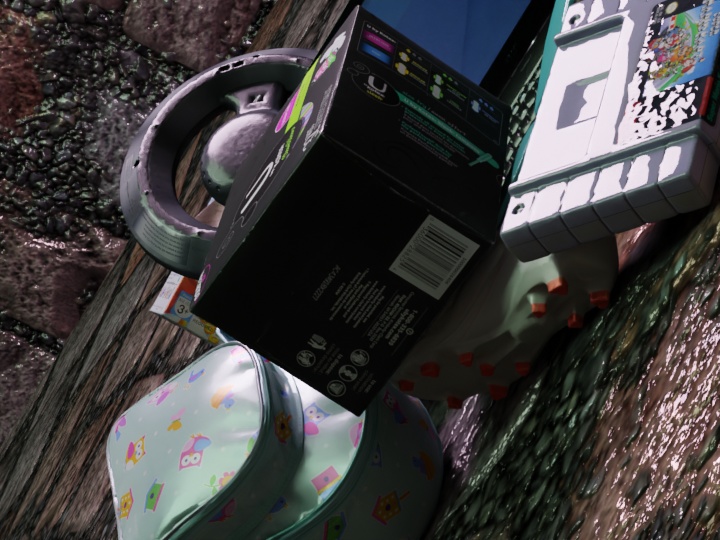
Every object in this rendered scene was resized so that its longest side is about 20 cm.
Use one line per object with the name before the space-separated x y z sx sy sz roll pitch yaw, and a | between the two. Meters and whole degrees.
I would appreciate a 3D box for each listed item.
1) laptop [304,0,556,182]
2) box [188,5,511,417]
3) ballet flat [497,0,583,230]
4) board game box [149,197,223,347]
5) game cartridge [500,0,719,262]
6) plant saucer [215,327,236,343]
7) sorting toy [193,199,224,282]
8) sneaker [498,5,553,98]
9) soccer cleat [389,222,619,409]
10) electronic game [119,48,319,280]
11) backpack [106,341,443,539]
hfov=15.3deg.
laptop | 0.084 -0.139 1.711 0.177 0.103 0.200 -59 35 14
box | -0.001 -0.040 1.617 0.149 0.124 0.200 -53 12 25
ballet flat | 0.130 -0.088 1.631 0.073 0.073 0.200 145 146 -68
board game box | -0.067 -0.030 2.075 0.200 0.103 0.105 -62 9 -3
game cartridge | 0.155 -0.098 1.503 0.130 0.038 0.200 -22 34 36
plant saucer | 0.000 0.000 1.771 0.200 0.019 0.070 -39 45 -4
sorting toy | 0.003 -0.020 1.850 0.199 0.070 0.200 -43 44 -10
sneaker | 0.143 -0.183 1.837 0.200 0.075 0.115 -52 19 -27
soccer cleat | 0.085 0.017 1.569 0.200 0.069 0.078 -39 40 47
electronic game | -0.072 -0.075 1.859 0.042 0.200 0.200 66 -141 -50
backpack | -0.054 0.131 1.664 0.200 0.153 0.176 -32 35 13
